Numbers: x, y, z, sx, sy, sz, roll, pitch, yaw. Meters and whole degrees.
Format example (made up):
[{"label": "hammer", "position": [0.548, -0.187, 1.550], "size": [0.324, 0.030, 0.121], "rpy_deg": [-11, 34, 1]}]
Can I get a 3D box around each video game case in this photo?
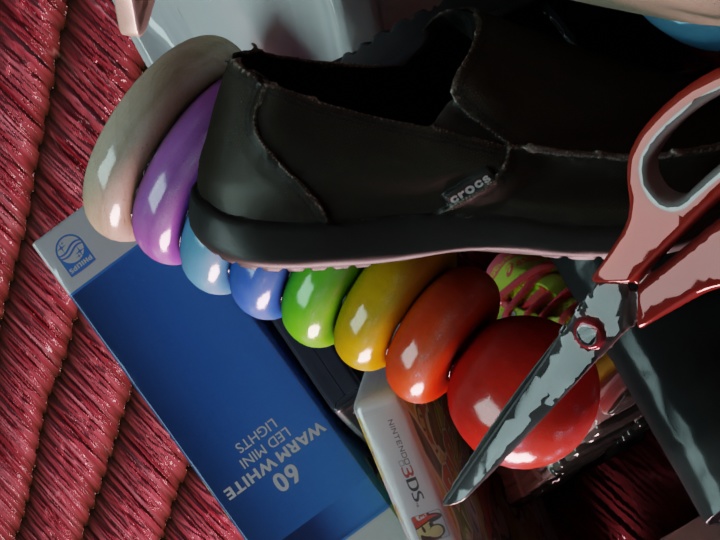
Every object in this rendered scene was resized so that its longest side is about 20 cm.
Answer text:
[{"label": "video game case", "position": [0.049, 0.100, 1.126], "size": [0.200, 0.023, 0.182], "rpy_deg": [-69, -42, -72]}, {"label": "video game case", "position": [-0.007, 0.038, 1.175], "size": [0.143, 0.019, 0.200], "rpy_deg": [55, -178, 30]}]

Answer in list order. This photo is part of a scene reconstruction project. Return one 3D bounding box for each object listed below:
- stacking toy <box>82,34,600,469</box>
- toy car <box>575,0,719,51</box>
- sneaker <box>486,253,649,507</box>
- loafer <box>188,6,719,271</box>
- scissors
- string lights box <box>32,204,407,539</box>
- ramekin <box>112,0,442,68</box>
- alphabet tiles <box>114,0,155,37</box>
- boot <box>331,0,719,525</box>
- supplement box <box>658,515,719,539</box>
[{"label": "stacking toy", "position": [0.000, 0.000, 0.984], "size": [0.200, 0.085, 0.085], "rpy_deg": [34, 148, 16]}, {"label": "toy car", "position": [0.063, -0.182, 0.806], "size": [0.177, 0.184, 0.200], "rpy_deg": [13, 92, 18]}, {"label": "sneaker", "position": [0.079, 0.028, 1.057], "size": [0.090, 0.078, 0.200], "rpy_deg": [62, 157, 8]}, {"label": "loafer", "position": [0.045, -0.045, 0.856], "size": [0.073, 0.200, 0.071], "rpy_deg": [-120, 25, -62]}, {"label": "scissors", "position": [0.074, 0.005, 0.839], "size": [0.200, 0.014, 0.073], "rpy_deg": [-35, 93, 39]}, {"label": "string lights box", "position": [-0.046, 0.054, 1.128], "size": [0.200, 0.059, 0.103], "rpy_deg": [54, -177, 3]}, {"label": "ramekin", "position": [-0.025, -0.134, 1.070], "size": [0.202, 0.094, 0.203], "rpy_deg": [45, 151, 33]}, {"label": "alphabet tiles", "position": [-0.044, -0.174, 0.774], "size": [0.015, 0.196, 0.200], "rpy_deg": [8, 151, 7]}, {"label": "boot", "position": [0.074, 0.001, 0.933], "size": [0.200, 0.165, 0.066], "rpy_deg": [58, 168, 9]}, {"label": "supplement box", "position": [0.155, 0.186, 1.072], "size": [0.126, 0.073, 0.200], "rpy_deg": [52, 156, 24]}]
